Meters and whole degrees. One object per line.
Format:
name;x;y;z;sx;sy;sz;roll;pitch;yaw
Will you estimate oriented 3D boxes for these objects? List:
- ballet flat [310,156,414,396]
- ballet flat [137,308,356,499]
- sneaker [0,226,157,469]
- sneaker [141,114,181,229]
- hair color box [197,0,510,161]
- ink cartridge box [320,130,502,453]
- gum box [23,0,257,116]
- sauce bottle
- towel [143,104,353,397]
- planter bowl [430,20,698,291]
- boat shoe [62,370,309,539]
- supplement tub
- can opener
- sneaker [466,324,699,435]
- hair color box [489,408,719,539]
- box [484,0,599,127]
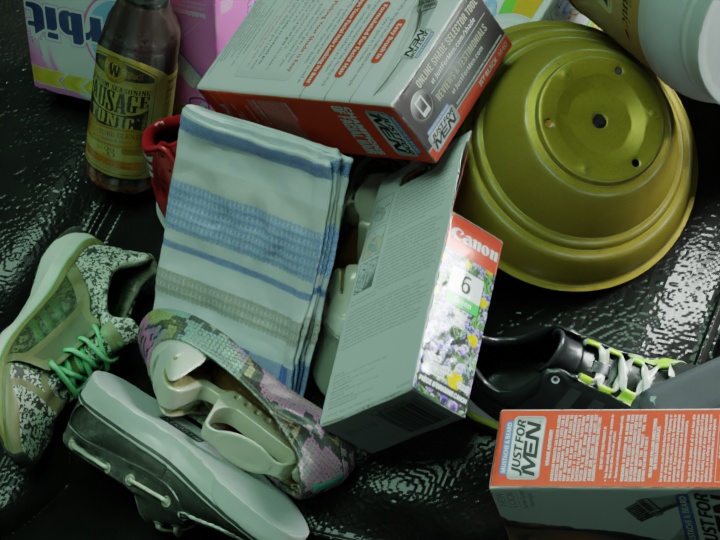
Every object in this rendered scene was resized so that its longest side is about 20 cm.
ballet flat;0.000;0.000;1.644;0.067;0.064;0.201;6;55;8
ballet flat;-0.093;0.092;1.586;0.200;0.069;0.071;34;37;24
sneaker;-0.203;0.052;1.660;0.088;0.077;0.201;-2;53;28
sneaker;-0.109;-0.037;1.677;0.078;0.116;0.200;-36;51;-11
hair color box;-0.006;-0.142;1.611;0.200;0.064;0.111;9;58;46
ink cartridge box;0.041;0.015;1.557;0.109;0.050;0.201;-26;42;50
gum box;-0.175;-0.190;1.809;0.199;0.114;0.066;15;34;27
sauce bottle;-0.170;-0.156;1.737;0.066;0.201;0.066;6;31;-4
towel;-0.084;-0.007;1.621;0.147;0.201;0.024;20;18;30
planter bowl;0.153;-0.092;1.590;0.200;0.083;0.201;3;75;-13
boat shoe;-0.121;0.146;1.580;0.200;0.071;0.064;34;102;27
supplement tub;0.230;-0.201;1.557;0.144;0.145;0.200;-31;37;-7
can opener;0.272;0.068;1.481;0.199;0.053;0.067;-18;77;-11
sneaker;0.149;0.078;1.524;0.199;0.083;0.072;1;54;19
hair color box;0.191;0.141;1.444;0.199;0.111;0.064;-1;53;19
box;0.130;-0.216;1.746;0.112;0.101;0.200;18;61;29
